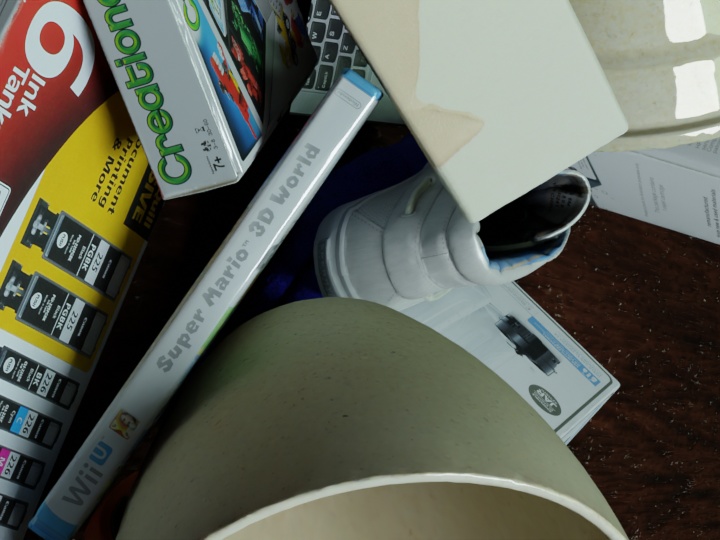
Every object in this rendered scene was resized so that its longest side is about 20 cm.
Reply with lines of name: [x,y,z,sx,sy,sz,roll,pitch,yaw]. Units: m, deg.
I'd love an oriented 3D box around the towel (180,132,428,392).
towel: [0.000,0.000,0.928,0.200,0.050,0.148,-31,154,-50]

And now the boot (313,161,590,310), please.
boot: [0.069,-0.028,0.851,0.200,0.095,0.074,-34,111,-52]

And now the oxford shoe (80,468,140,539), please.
oxford shoe: [-0.072,0.110,0.824,0.073,0.071,0.200,-52,166,30]

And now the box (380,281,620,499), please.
box: [0.037,0.064,0.877,0.060,0.117,0.200,-51,167,28]

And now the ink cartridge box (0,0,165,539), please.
ink cartridge box: [-0.143,0.001,0.668,0.200,0.084,0.176,-68,154,-9]

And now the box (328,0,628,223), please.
box: [0.022,-0.120,0.689,0.078,0.095,0.200,-32,135,4]

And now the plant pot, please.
plant pot: [0.120,-0.183,0.839,0.200,0.200,0.184,-44,135,-44]

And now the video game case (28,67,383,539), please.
video game case: [-0.055,0.008,0.710,0.200,0.018,0.143,-55,-178,5]

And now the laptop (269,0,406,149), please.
laptop: [0.019,-0.152,0.840,0.200,0.116,0.187,2,105,-44]

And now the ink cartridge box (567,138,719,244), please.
ink cartridge box: [0.141,-0.117,1.011,0.147,0.200,0.086,-62,153,-20]

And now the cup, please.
cup: [-0.006,0.095,0.697,0.143,0.200,0.200,-105,-176,-48]

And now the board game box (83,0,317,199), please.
board game box: [-0.074,-0.141,0.648,0.126,0.035,0.200,-64,138,-63]
